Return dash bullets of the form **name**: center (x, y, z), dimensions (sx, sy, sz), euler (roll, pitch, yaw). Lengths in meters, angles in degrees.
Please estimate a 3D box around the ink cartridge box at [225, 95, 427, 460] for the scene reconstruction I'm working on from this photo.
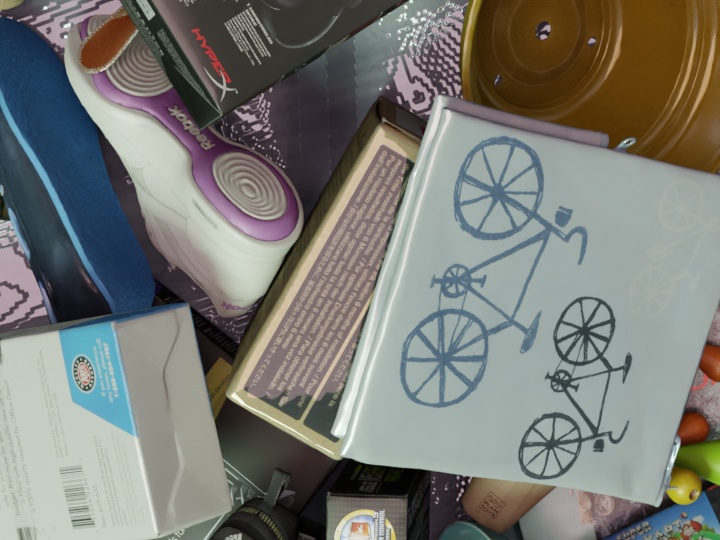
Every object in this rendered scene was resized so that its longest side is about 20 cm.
- **ink cartridge box**: center (0.000, 0.000, 1.524), dimensions (0.075, 0.200, 0.165), euler (30, 96, -3)

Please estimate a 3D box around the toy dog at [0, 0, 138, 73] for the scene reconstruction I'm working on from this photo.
- **toy dog**: center (-0.163, -0.175, 1.553), dimensions (0.199, 0.096, 0.133), euler (-8, 110, 30)

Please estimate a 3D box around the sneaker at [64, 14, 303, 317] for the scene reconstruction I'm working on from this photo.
- **sneaker**: center (-0.111, -0.058, 1.586), dimensions (0.075, 0.100, 0.200), euler (-17, 57, -32)

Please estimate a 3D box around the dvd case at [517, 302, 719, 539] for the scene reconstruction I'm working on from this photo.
- **dvd case**: center (0.142, 0.073, 1.588), dimensions (0.145, 0.022, 0.201), euler (-15, 91, 6)

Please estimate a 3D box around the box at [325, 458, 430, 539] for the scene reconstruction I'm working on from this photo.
- **box**: center (0.009, 0.186, 1.534), dimensions (0.044, 0.200, 0.162), euler (2, 94, 5)

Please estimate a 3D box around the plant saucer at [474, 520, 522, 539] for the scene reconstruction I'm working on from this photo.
- **plant saucer**: center (0.121, 0.101, 1.610), dimensions (0.070, 0.019, 0.201), euler (24, 94, 4)

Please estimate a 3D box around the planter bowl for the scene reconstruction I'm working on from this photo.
- **planter bowl**: center (0.119, -0.125, 1.547), dimensions (0.199, 0.083, 0.202), euler (-8, 107, -29)

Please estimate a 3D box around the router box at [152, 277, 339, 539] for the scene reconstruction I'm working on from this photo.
- **router box**: center (-0.124, 0.128, 1.618), dimensions (0.157, 0.052, 0.200), euler (39, 96, 3)

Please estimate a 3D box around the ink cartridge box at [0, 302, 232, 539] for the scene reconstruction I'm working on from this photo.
- **ink cartridge box**: center (-0.173, 0.089, 1.536), dimensions (0.199, 0.067, 0.117), euler (-9, 95, 38)

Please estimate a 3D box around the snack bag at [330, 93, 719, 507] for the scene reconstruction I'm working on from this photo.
- **snack bag**: center (0.098, 0.018, 1.444), dimensions (0.199, 0.021, 0.190), euler (10, 102, -26)

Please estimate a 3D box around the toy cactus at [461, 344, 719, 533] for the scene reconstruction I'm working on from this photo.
- **toy cactus**: center (0.116, 0.076, 1.540), dimensions (0.199, 0.102, 0.165), euler (33, 108, -10)

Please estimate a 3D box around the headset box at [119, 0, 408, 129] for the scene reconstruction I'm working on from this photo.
- **headset box**: center (-0.036, -0.190, 1.490), dimensions (0.199, 0.075, 0.149), euler (-34, 94, -12)

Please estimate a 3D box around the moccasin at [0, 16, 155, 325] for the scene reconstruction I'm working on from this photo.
- **moccasin**: center (-0.184, -0.046, 1.589), dimensions (0.068, 0.080, 0.201), euler (-38, 61, 33)

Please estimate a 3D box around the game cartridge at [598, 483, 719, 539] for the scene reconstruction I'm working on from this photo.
- **game cartridge**: center (0.189, 0.185, 1.536), dimensions (0.199, 0.038, 0.130), euler (-26, 64, 6)

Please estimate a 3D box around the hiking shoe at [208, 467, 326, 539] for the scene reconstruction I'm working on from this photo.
- **hiking shoe**: center (-0.040, 0.191, 1.562), dimensions (0.075, 0.200, 0.101), euler (31, 67, 24)

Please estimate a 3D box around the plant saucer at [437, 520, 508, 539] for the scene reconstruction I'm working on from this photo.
- **plant saucer**: center (0.085, 0.232, 1.542), dimensions (0.027, 0.200, 0.202), euler (-11, 92, -18)
